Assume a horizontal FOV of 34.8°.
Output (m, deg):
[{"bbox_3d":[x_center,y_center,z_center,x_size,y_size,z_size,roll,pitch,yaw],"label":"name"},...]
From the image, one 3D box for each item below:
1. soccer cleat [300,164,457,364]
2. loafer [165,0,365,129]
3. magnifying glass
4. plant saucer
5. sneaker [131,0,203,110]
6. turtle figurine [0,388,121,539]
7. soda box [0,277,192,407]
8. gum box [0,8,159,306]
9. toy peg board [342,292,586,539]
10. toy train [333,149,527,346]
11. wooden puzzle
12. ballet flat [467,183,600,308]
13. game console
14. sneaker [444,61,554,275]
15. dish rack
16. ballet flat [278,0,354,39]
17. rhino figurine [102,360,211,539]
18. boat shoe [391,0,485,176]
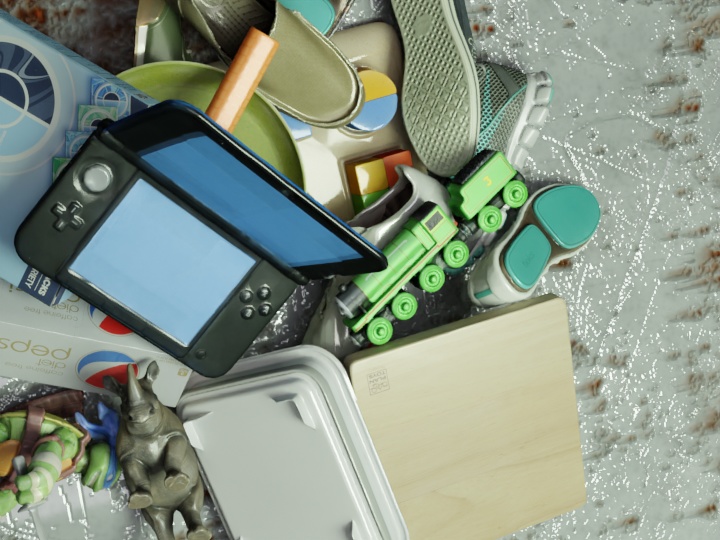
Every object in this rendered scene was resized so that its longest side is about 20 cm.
[{"bbox_3d":[0.000,0.000,0.977,0.077,0.069,0.201,36,91,-33],"label":"soccer cleat"},{"bbox_3d":[-0.075,-0.174,0.898,0.199,0.068,0.076,34,101,-24],"label":"loafer"},{"bbox_3d":[-0.119,-0.088,0.861,0.079,0.022,0.201,27,98,-28],"label":"magnifying glass"},{"bbox_3d":[-0.140,-0.062,0.899,0.198,0.031,0.202,0,102,-2],"label":"plant saucer"},{"bbox_3d":[-0.143,-0.129,0.936,0.089,0.067,0.202,5,99,-8],"label":"sneaker"},{"bbox_3d":[-0.289,0.170,0.874,0.193,0.144,0.201,24,83,-15],"label":"turtle figurine"},{"bbox_3d":[-0.231,0.049,0.912,0.198,0.064,0.068,13,134,-20],"label":"soda box"},{"bbox_3d":[-0.272,-0.098,0.856,0.199,0.045,0.171,30,101,2],"label":"gum box"},{"bbox_3d":[0.080,0.129,1.007,0.198,0.098,0.201,-16,109,-18],"label":"toy peg board"},{"bbox_3d":[0.056,-0.021,0.940,0.200,0.042,0.056,-44,110,-8],"label":"toy train"},{"bbox_3d":[-0.029,-0.099,0.994,0.184,0.046,0.202,-17,99,-17],"label":"wooden puzzle"},{"bbox_3d":[0.152,-0.023,1.038,0.200,0.069,0.070,-39,109,-49],"label":"ballet flat"},{"bbox_3d":[-0.114,-0.011,0.808,0.200,0.118,0.171,37,96,-28],"label":"game console"},{"bbox_3d":[0.099,-0.096,1.035,0.091,0.078,0.202,21,83,-3],"label":"sneaker"},{"bbox_3d":[-0.064,0.170,0.947,0.044,0.170,0.201,-42,113,-58],"label":"dish rack"},{"bbox_3d":[-0.034,-0.238,0.961,0.069,0.071,0.200,39,99,-8],"label":"ballet flat"},{"bbox_3d":[-0.163,0.144,0.910,0.059,0.088,0.201,-14,132,-6],"label":"rhino figurine"},{"bbox_3d":[0.070,-0.180,0.996,0.062,0.074,0.202,5,73,-59],"label":"boat shoe"}]
